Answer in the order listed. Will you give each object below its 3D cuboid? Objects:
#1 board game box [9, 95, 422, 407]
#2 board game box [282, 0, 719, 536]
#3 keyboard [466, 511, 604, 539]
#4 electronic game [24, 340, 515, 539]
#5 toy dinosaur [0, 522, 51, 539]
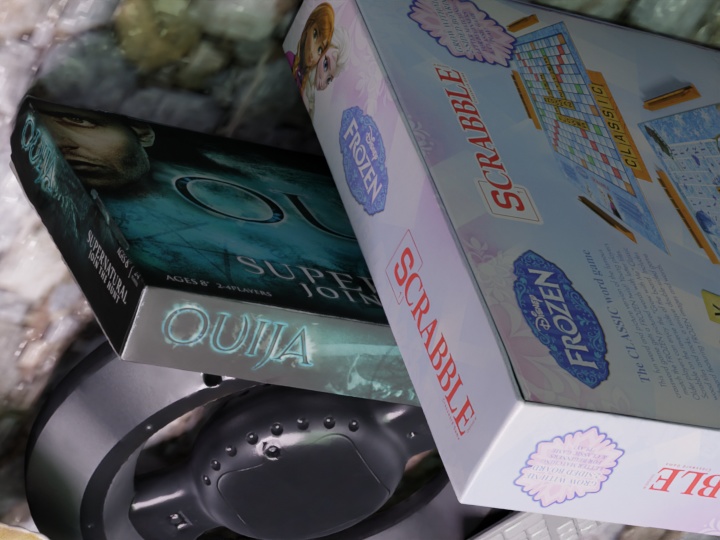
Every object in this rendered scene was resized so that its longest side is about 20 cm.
[{"bbox_3d":[0.000,0.000,0.730,0.199,0.135,0.028,10,112,-29],"label":"board game box"},{"bbox_3d":[0.092,-0.004,0.712,0.198,0.201,0.041,11,127,-27],"label":"board game box"},{"bbox_3d":[0.125,0.064,0.894,0.199,0.011,0.056,-31,159,-3],"label":"keyboard"},{"bbox_3d":[-0.023,0.067,0.854,0.198,0.042,0.201,-7,141,-6],"label":"electronic game"},{"bbox_3d":[-0.126,0.114,0.824,0.101,0.058,0.200,-16,133,38],"label":"toy dinosaur"}]
